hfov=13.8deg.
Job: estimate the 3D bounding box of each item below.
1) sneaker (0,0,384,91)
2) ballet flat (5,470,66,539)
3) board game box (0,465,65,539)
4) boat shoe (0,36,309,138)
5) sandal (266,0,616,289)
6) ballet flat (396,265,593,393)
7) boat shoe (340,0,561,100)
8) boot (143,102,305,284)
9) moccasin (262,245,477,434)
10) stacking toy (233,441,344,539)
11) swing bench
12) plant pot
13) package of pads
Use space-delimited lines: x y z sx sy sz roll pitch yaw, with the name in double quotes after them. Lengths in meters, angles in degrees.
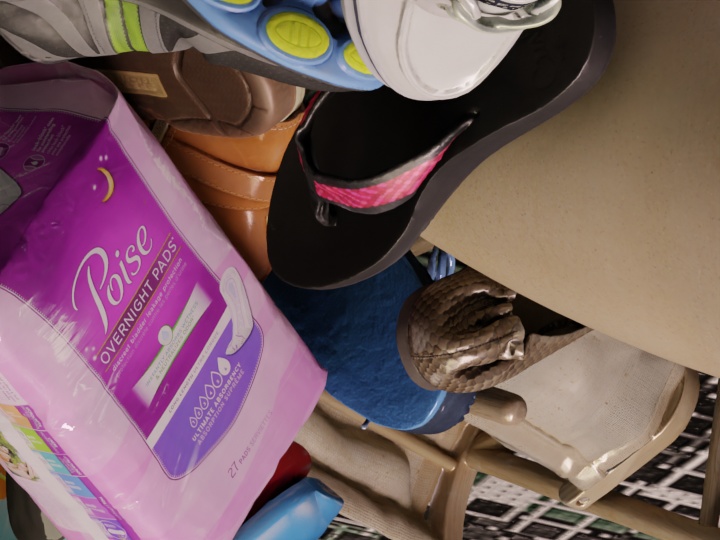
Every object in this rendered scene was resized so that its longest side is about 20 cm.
-0.081 -0.109 1.050 0.199 0.071 0.083 14 159 -9 "sneaker"
-0.123 0.038 1.385 0.068 0.200 0.068 25 -168 -44 "ballet flat"
-0.162 0.075 1.480 0.200 0.151 0.047 -7 156 28 "board game box"
-0.086 -0.099 1.168 0.202 0.075 0.075 17 137 38 "boat shoe"
0.015 -0.057 1.088 0.045 0.075 0.200 -1 155 -38 "sandal"
0.089 -0.002 1.234 0.046 0.067 0.200 -10 -167 42 "ballet flat"
0.038 -0.108 0.956 0.073 0.067 0.200 -12 147 -14 "boat shoe"
-0.114 -0.064 1.259 0.200 0.074 0.155 31 135 9 "boot"
0.000 0.000 1.287 0.068 0.200 0.081 19 114 -44 "moccasin"
-0.109 0.063 1.313 0.200 0.110 0.116 50 180 7 "stacking toy"
0.059 0.052 1.407 0.200 0.130 0.199 -7 154 40 "swing bench"
0.108 -0.051 1.126 0.200 0.188 0.187 8 161 36 "plant pot"
-0.099 0.026 1.165 0.076 0.121 0.200 7 146 36 "package of pads"
